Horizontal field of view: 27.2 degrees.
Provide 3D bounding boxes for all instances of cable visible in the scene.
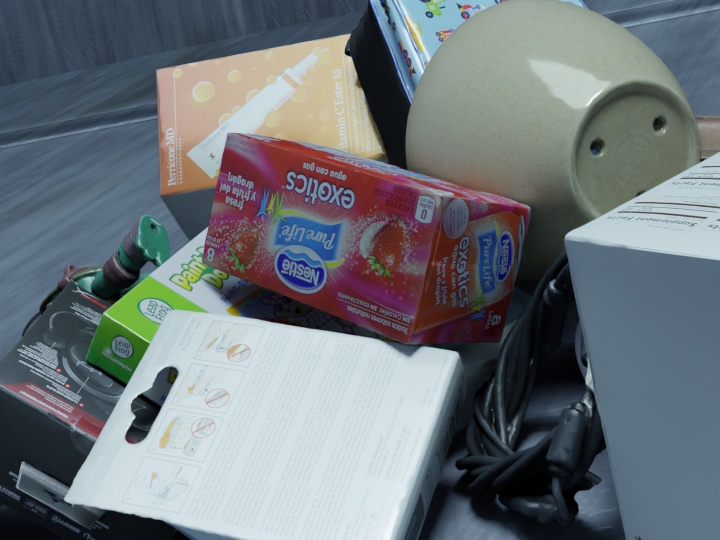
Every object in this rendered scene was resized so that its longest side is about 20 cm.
[{"bbox_3d":[0.109,0.062,0.891,0.050,0.165,0.200,16,-1,-11],"label":"cable"}]

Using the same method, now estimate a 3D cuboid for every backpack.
[{"bbox_3d":[0.109,-0.154,1.154,0.198,0.184,0.135,-10,-24,-19],"label":"backpack"}]

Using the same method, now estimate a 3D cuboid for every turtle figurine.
[{"bbox_3d":[-0.202,0.040,1.155,0.199,0.101,0.149,-38,-18,25],"label":"turtle figurine"}]

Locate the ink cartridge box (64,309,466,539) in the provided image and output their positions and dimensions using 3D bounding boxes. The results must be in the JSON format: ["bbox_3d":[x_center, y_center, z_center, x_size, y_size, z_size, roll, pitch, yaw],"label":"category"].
[{"bbox_3d":[-0.052,0.107,0.885,0.197,0.051,0.163,6,46,20],"label":"ink cartridge box"}]

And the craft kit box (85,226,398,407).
[{"bbox_3d":[-0.057,0.056,1.025,0.196,0.049,0.200,28,28,7],"label":"craft kit box"}]

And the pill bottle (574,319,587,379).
[{"bbox_3d":[0.233,0.020,0.971,0.199,0.114,0.112,-29,22,-37],"label":"pill bottle"}]

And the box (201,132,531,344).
[{"bbox_3d":[0.000,-0.023,0.980,0.199,0.097,0.099,19,11,40],"label":"box"}]

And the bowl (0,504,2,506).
[{"bbox_3d":[-0.321,0.162,1.025,0.199,0.091,0.201,-14,18,4],"label":"bowl"}]

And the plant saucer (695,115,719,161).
[{"bbox_3d":[0.324,-0.107,1.367,0.197,0.037,0.201,-1,16,0],"label":"plant saucer"}]

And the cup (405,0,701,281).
[{"bbox_3d":[0.148,-0.082,1.008,0.198,0.203,0.143,-20,17,-18],"label":"cup"}]

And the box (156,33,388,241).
[{"bbox_3d":[-0.064,-0.111,1.259,0.197,0.126,0.098,-10,-25,8],"label":"box"}]

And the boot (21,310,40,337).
[{"bbox_3d":[-0.207,0.062,1.290,0.198,0.070,0.132,-19,22,1],"label":"boot"}]

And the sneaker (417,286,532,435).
[{"bbox_3d":[0.058,0.057,1.024,0.082,0.075,0.199,35,30,21],"label":"sneaker"}]

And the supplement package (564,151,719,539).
[{"bbox_3d":[0.239,0.039,0.767,0.199,0.193,0.146,-26,21,-31],"label":"supplement package"}]

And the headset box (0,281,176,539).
[{"bbox_3d":[-0.170,0.104,0.975,0.148,0.078,0.200,29,20,-5],"label":"headset box"}]
